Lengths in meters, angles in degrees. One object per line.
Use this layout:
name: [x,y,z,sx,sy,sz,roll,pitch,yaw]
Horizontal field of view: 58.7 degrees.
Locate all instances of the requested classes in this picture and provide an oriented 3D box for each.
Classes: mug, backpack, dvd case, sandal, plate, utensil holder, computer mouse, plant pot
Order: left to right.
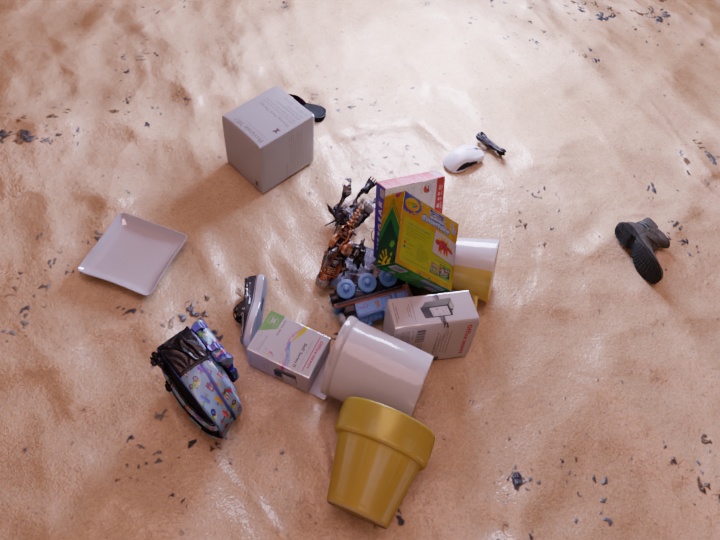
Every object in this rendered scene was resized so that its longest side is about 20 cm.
plate: [-0.550,-0.037,1.561,0.194,0.033,0.203,18,52,7]
backpack: [-0.310,0.230,1.294,0.134,0.184,0.200,-37,67,-23]
sandal: [-0.198,-0.506,1.945,0.194,0.049,0.077,10,52,0]
dvd case: [0.000,0.000,1.608,0.194,0.016,0.151,15,52,6]
plant pot: [0.025,0.374,1.230,0.195,0.202,0.193,20,69,9]
utensil holder: [0.036,0.215,1.333,0.195,0.172,0.172,23,53,10]
mug: [0.251,-0.001,1.564,0.148,0.152,0.189,12,44,13]
computer mouse: [0.331,-0.348,1.892,0.197,0.044,0.110,-28,62,-25]

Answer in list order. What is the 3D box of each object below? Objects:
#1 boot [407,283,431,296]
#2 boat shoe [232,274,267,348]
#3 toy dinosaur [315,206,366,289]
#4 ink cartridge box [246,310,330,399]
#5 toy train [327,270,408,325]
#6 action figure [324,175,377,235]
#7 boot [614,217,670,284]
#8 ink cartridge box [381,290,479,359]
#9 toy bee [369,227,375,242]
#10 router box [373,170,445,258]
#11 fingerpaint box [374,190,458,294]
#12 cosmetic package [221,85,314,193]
boot: [0.125,0.003,1.535,0.075,0.072,0.206,-24,95,-61]
boat shoe: [-0.261,0.091,1.478,0.064,0.071,0.205,1,52,4]
toy dinosaur: [-0.040,-0.049,1.538,0.200,0.135,0.103,-44,78,14]
ink cartridge box: [-0.140,0.186,1.418,0.195,0.068,0.119,23,53,10]
toy train: [0.024,0.070,1.506,0.194,0.087,0.118,-15,74,-8]
action figure: [-0.011,-0.177,1.688,0.118,0.103,0.199,41,57,11]
boot: [0.786,-0.063,1.721,0.127,0.069,0.204,-7,55,-19]
ink cartridge box: [0.153,0.131,1.445,0.193,0.148,0.086,-6,51,-11]
toy bee: [0.094,-0.156,1.676,0.194,0.135,0.108,-12,15,-19]
router box: [0.120,-0.132,1.593,0.175,0.206,0.049,-15,33,-26]
fingerpaint box: [0.131,-0.060,1.461,0.197,0.072,0.172,24,68,-39]
cosmetic package: [-0.248,-0.360,1.755,0.166,0.169,0.199,40,59,22]
